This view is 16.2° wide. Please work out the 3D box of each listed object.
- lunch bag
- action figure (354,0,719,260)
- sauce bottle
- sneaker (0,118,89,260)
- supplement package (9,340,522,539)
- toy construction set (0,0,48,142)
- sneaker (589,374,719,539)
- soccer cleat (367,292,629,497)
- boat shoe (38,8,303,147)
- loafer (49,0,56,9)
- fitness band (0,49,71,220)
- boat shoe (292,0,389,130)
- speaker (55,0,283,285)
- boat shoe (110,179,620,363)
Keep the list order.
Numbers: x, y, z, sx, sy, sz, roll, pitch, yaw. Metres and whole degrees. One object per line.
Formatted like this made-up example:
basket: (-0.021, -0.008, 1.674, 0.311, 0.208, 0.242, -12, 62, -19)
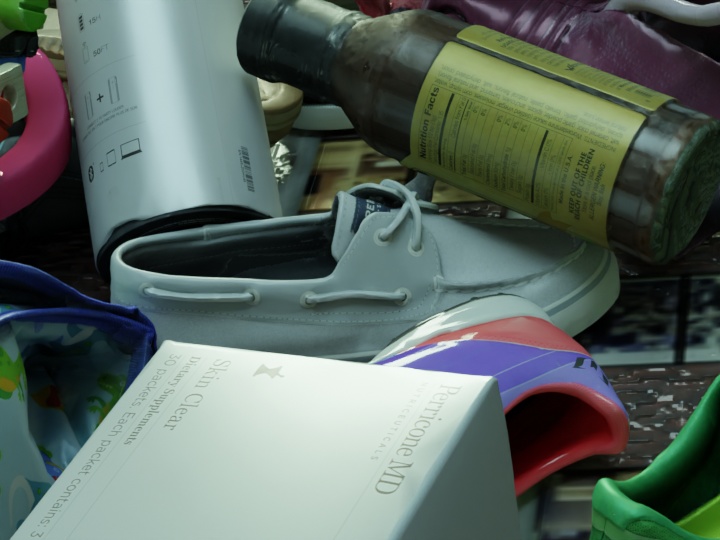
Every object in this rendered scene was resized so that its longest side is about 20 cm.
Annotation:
lunch bag: (-0.186, 0.060, 0.912, 0.170, 0.128, 0.200, -2, 18, 22)
action figure: (0.080, -0.088, 1.041, 0.200, 0.149, 0.134, 23, 50, 22)
sauce bottle: (0.043, -0.065, 0.990, 0.200, 0.065, 0.065, 25, 45, 26)
sneaker: (-0.187, -0.014, 1.084, 0.200, 0.075, 0.079, -7, 61, -7)
supplement package: (-0.036, 0.141, 0.698, 0.111, 0.156, 0.200, 5, 35, 23)
toy construction set: (-0.199, -0.102, 0.986, 0.200, 0.092, 0.131, 25, 17, 26)
sneaker: (0.159, 0.064, 0.827, 0.200, 0.084, 0.074, -26, 35, -23)
soccer cleat: (0.001, 0.071, 0.883, 0.200, 0.068, 0.073, -24, 39, -24)
boat shoe: (-0.114, -0.078, 1.163, 0.200, 0.063, 0.073, 15, 25, 29)
loafer: (-0.170, -0.185, 1.319, 0.068, 0.076, 0.200, 11, 27, 13)
fitness band: (-0.217, -0.054, 1.027, 0.200, 0.037, 0.144, -15, 37, -19)
boat shoe: (0.053, -0.111, 1.152, 0.200, 0.060, 0.076, -12, 32, -2)
speaker: (-0.086, -0.095, 1.062, 0.081, 0.081, 0.200, -11, 65, -1)
boat shoe: (0.000, 0.000, 0.987, 0.200, 0.069, 0.072, -6, 32, 6)
